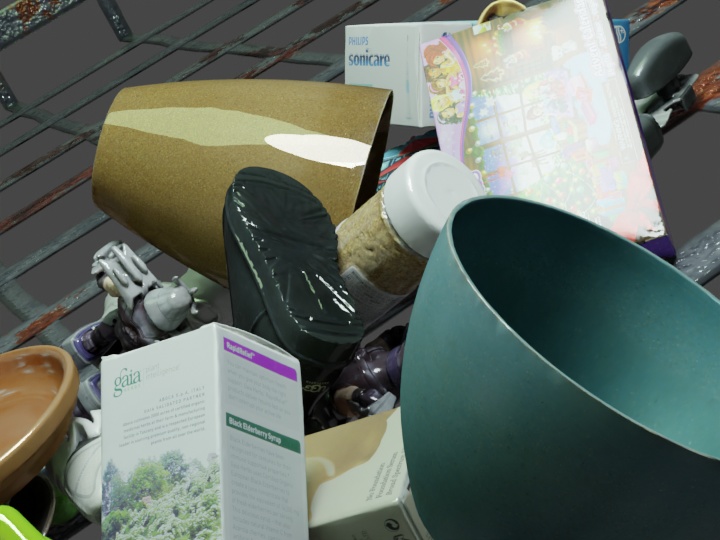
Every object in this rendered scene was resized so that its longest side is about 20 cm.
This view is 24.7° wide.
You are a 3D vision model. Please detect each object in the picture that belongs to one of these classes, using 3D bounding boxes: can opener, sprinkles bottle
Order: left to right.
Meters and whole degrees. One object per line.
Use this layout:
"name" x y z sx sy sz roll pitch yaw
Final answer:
"sprinkles bottle" 0.000 0.000 1.082 0.200 0.068 0.068 -40 7 41
"can opener" 0.199 -0.108 1.257 0.052 0.067 0.200 -9 32 45

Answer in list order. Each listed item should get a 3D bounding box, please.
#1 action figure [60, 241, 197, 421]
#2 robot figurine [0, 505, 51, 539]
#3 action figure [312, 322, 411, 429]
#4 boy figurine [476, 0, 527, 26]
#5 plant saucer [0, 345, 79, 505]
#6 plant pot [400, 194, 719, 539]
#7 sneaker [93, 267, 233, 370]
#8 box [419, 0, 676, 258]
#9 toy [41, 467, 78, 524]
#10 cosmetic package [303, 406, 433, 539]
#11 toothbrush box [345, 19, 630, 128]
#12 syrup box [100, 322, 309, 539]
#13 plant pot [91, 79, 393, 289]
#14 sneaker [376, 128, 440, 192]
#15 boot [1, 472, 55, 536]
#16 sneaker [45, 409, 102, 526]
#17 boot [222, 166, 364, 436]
"action figure" -0.171 0.047 1.246 0.069 0.131 0.200 -24 -6 -38
"robot figurine" -0.205 0.218 0.900 0.176 0.115 0.200 -52 16 15
"action figure" 0.041 0.057 1.050 0.200 0.069 0.130 -35 22 27
"boy figurine" 0.119 -0.106 1.195 0.123 0.064 0.201 -5 67 18
"plant saucer" -0.275 0.126 1.123 0.199 0.038 0.200 -24 23 11
"plant pot" 0.097 0.077 0.780 0.135 0.199 0.200 -60 7 23
"sneaker" -0.146 0.040 1.367 0.199 0.075 0.087 -23 31 36
"box" 0.125 -0.085 1.125 0.136 0.039 0.201 -17 64 13
"toy" -0.267 0.154 1.253 0.115 0.047 0.200 -38 22 -25
"cosmetic package" -0.038 0.149 0.914 0.199 0.071 0.105 -20 22 24
"toothbrush box" 0.104 -0.167 1.374 0.199 0.086 0.146 -4 9 -26
"syrup box" -0.077 0.136 0.822 0.078 0.081 0.201 -18 63 28
"plant pot" -0.092 -0.066 1.229 0.198 0.188 0.187 14 28 4
"sneaker" 0.020 -0.056 1.342 0.199 0.080 0.096 -26 21 9
"boot" -0.269 0.177 1.133 0.146 0.070 0.201 -33 34 24
"sneaker" -0.118 0.111 1.144 0.199 0.075 0.081 -32 38 -13
"boot" -0.069 0.050 1.043 0.163 0.073 0.199 -61 32 30
